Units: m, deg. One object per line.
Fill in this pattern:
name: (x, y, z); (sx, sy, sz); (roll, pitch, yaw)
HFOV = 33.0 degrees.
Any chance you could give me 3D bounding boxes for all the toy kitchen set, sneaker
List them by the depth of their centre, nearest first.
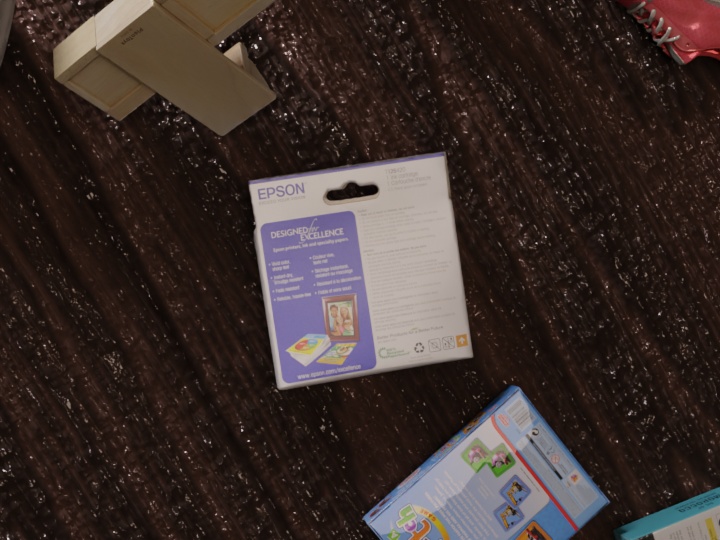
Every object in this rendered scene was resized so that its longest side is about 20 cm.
toy kitchen set: (-0.160, -0.250, 1.136); (0.199, 0.182, 0.163); (-31, 140, 24)
sneaker: (0.314, -0.252, 1.210); (0.198, 0.074, 0.088); (12, 90, -10)

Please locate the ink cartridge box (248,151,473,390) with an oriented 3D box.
ink cartridge box: (0.000, 0.000, 1.175); (0.195, 0.047, 0.202); (-8, 91, -8)

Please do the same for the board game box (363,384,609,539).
board game box: (0.125, 0.237, 1.204); (0.200, 0.037, 0.152); (-40, 97, -8)

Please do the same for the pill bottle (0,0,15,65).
pill bottle: (-0.410, -0.239, 1.059); (0.198, 0.114, 0.115); (12, 89, -10)

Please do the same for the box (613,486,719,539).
box: (0.365, 0.272, 1.241); (0.198, 0.049, 0.083); (-19, 94, -9)
